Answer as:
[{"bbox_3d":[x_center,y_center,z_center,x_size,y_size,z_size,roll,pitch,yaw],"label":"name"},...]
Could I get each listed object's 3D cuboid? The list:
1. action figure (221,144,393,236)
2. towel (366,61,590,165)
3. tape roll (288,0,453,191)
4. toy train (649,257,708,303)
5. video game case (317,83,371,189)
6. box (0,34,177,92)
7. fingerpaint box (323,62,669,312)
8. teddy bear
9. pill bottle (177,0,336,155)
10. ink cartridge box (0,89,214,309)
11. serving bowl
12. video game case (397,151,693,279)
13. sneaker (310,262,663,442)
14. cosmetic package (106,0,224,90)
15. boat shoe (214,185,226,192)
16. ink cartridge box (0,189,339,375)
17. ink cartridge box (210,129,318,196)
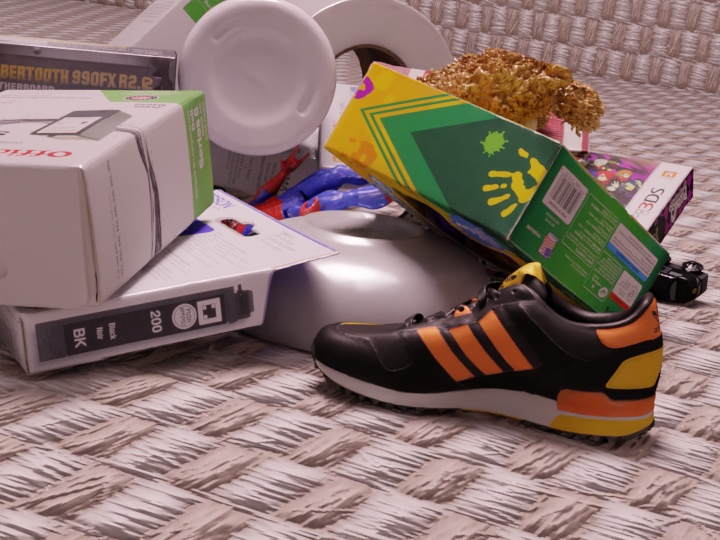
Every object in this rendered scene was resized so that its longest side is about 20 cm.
[{"bbox_3d":[-0.044,-0.053,1.019,0.200,0.052,0.065,-25,49,2],"label":"action figure"},{"bbox_3d":[0.096,-0.134,1.143,0.200,0.023,0.144,11,27,5],"label":"towel"},{"bbox_3d":[-0.019,-0.184,1.362,0.202,0.203,0.139,0,15,-22],"label":"tape roll"},{"bbox_3d":[0.188,-0.009,1.105,0.200,0.034,0.046,17,30,34],"label":"toy train"},{"bbox_3d":[0.064,-0.110,1.135,0.200,0.022,0.182,5,29,-4],"label":"video game case"},{"bbox_3d":[-0.240,-0.091,0.986,0.200,0.159,0.048,3,14,-9],"label":"box"},{"bbox_3d":[0.097,-0.046,0.926,0.167,0.073,0.200,30,-2,37],"label":"fingerpaint box"},{"bbox_3d":[0.107,-0.126,1.019,0.145,0.067,0.200,12,6,-17],"label":"teddy bear"},{"bbox_3d":[-0.083,-0.163,1.078,0.119,0.120,0.200,5,12,-6],"label":"pill bottle"},{"bbox_3d":[-0.190,-0.051,0.813,0.145,0.084,0.200,2,19,12],"label":"ink cartridge box"},{"bbox_3d":[0.000,0.000,0.920,0.200,0.066,0.200,6,15,-2],"label":"serving bowl"},{"bbox_3d":[0.152,-0.049,1.109,0.200,0.036,0.181,12,35,28],"label":"video game case"},{"bbox_3d":[0.073,0.034,0.761,0.200,0.090,0.070,9,15,11],"label":"sneaker"},{"bbox_3d":[-0.181,-0.179,1.240,0.108,0.200,0.085,48,-12,-25],"label":"cosmetic package"},{"bbox_3d":[-0.206,-0.075,1.131,0.200,0.062,0.075,5,9,-13],"label":"boat shoe"},{"bbox_3d":[-0.143,0.000,0.856,0.200,0.043,0.198,-12,20,-25],"label":"ink cartridge box"},{"bbox_3d":[-0.038,-0.093,1.188,0.200,0.047,0.160,15,15,1],"label":"ink cartridge box"}]
